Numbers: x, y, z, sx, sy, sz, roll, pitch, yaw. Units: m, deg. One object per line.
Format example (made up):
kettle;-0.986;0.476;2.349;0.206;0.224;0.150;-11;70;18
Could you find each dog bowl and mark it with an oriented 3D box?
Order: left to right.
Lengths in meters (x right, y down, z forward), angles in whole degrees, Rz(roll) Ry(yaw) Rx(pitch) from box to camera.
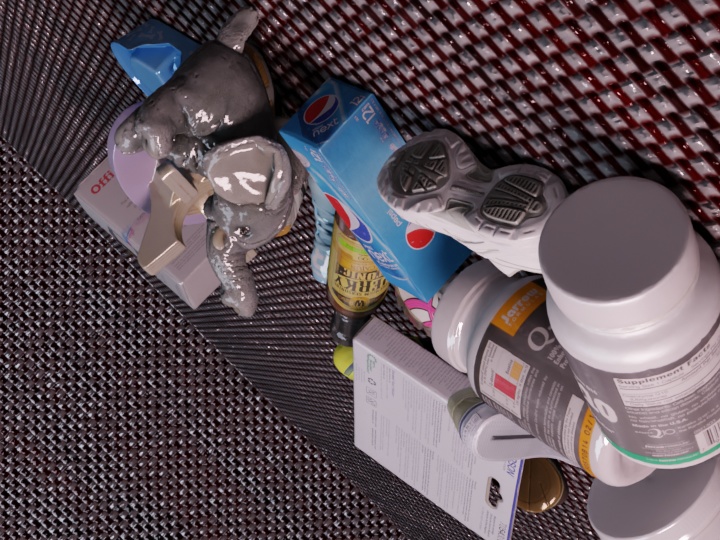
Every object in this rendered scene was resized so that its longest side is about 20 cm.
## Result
dog bowl;-0.171;-0.189;1.479;0.199;0.050;0.112;33;164;38

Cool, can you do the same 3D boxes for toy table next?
toy table;-0.182;-0.090;1.602;0.200;0.184;0.117;30;-162;-49

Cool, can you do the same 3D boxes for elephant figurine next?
elephant figurine;-0.102;-0.088;1.270;0.200;0.142;0.155;47;147;-9

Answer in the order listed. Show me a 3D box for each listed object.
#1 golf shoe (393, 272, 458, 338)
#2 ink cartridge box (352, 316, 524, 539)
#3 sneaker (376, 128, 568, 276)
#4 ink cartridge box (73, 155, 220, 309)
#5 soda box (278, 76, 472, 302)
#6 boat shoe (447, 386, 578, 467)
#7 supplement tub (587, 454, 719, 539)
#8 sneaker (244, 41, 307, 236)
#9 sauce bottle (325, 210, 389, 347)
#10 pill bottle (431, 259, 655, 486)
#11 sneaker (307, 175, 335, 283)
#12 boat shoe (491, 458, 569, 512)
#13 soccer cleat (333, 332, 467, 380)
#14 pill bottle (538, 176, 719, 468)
golf shoe;0.106;0.033;1.338;0.200;0.072;0.093;42;135;36
ink cartridge box;0.079;0.159;1.401;0.199;0.043;0.197;32;149;22
sneaker;0.090;-0.039;1.099;0.200;0.078;0.099;31;166;48
ink cartridge box;-0.231;-0.074;1.820;0.200;0.148;0.086;39;166;23
soda box;0.016;-0.067;1.248;0.064;0.068;0.200;28;160;49
boat shoe;0.167;0.125;1.262;0.198;0.072;0.062;7;-151;-30
supplement tub;0.295;0.237;1.230;0.200;0.132;0.132;48;167;-23
sneaker;-0.096;-0.133;1.372;0.075;0.088;0.201;7;129;20
sauce bottle;0.000;0.000;1.399;0.065;0.065;0.201;38;148;22
pill bottle;0.156;0.074;1.159;0.199;0.116;0.117;33;164;39
sneaker;-0.017;-0.026;1.452;0.074;0.082;0.200;32;163;37
boat shoe;0.132;0.165;1.472;0.200;0.073;0.065;52;-170;26
soccer cleat;0.043;0.083;1.458;0.199;0.065;0.084;9;155;43
pill bottle;0.185;0.036;0.952;0.113;0.113;0.200;33;163;39
